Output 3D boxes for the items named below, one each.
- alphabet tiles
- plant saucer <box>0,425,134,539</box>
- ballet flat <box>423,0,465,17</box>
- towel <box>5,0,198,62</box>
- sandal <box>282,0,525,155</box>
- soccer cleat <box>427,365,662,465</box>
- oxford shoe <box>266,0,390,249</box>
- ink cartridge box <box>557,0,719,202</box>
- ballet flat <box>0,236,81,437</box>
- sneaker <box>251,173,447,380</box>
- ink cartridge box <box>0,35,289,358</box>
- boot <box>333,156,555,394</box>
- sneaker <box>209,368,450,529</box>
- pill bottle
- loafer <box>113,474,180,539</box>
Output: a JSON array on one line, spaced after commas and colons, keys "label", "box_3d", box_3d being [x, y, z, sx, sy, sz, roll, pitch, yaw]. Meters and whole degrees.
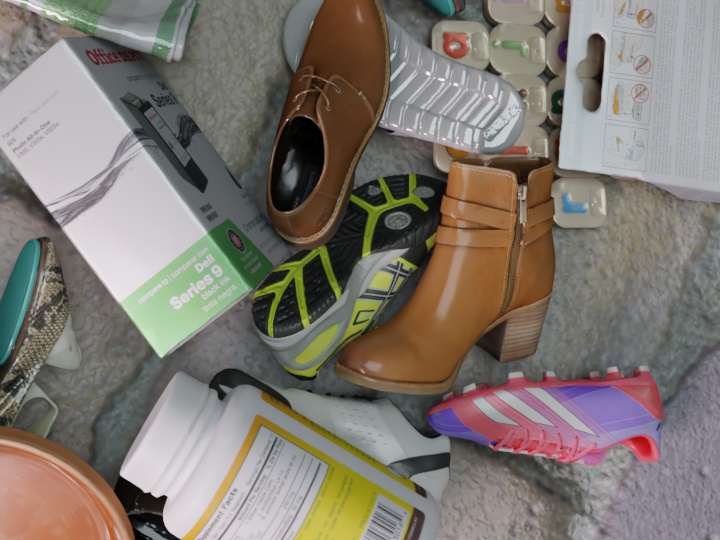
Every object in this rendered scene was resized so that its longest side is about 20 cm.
[{"label": "alphabet tiles", "box_3d": [0.148, -0.135, 0.988, 0.193, 0.015, 0.203, -1, 87, -15]}, {"label": "plant saucer", "box_3d": [-0.250, 0.192, 0.835, 0.197, 0.032, 0.203, 0, 113, -1]}, {"label": "ballet flat", "box_3d": [0.023, -0.286, 0.944, 0.200, 0.073, 0.073, 44, 79, -4]}, {"label": "towel", "box_3d": [-0.208, -0.209, 0.852, 0.198, 0.150, 0.031, 20, 114, -11]}, {"label": "sandal", "box_3d": [0.029, -0.140, 0.943, 0.201, 0.050, 0.083, 29, 89, 8]}, {"label": "soccer cleat", "box_3d": [0.146, 0.117, 0.937, 0.197, 0.067, 0.078, -3, 77, -25]}, {"label": "oxford shoe", "box_3d": [-0.023, -0.120, 0.884, 0.070, 0.071, 0.203, 8, 77, 14]}, {"label": "ink cartridge box", "box_3d": [0.252, -0.143, 0.998, 0.197, 0.050, 0.165, 6, 85, -9]}, {"label": "ballet flat", "box_3d": [-0.243, 0.078, 0.871, 0.075, 0.068, 0.202, 28, 86, -31]}, {"label": "sneaker", "box_3d": [0.000, 0.000, 0.928, 0.199, 0.075, 0.077, -38, 139, -24]}, {"label": "ink cartridge box", "box_3d": [-0.149, -0.058, 0.843, 0.084, 0.146, 0.201, -36, 96, 12]}, {"label": "boot", "box_3d": [0.063, -0.002, 0.893, 0.198, 0.073, 0.157, -15, 118, -39]}, {"label": "sneaker", "box_3d": [-0.021, 0.122, 0.916, 0.198, 0.074, 0.081, 30, 60, -10]}, {"label": "pill bottle", "box_3d": [-0.055, 0.150, 0.818, 0.199, 0.109, 0.110, 32, 81, -8]}, {"label": "loafer", "box_3d": [-0.093, 0.211, 0.876, 0.198, 0.071, 0.074, 28, 110, -4]}]
